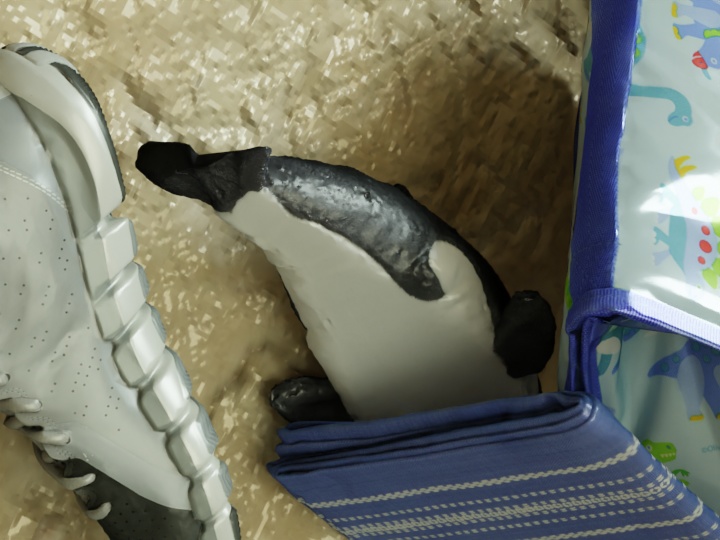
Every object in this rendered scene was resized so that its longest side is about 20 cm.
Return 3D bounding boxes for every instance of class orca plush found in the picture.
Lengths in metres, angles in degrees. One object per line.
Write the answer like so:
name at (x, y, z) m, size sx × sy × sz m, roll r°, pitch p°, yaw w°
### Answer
orca plush at (0.000, 0.000, 0.893) m, size 0.199 × 0.071 × 0.105 m, roll 31°, pitch 127°, yaw -31°

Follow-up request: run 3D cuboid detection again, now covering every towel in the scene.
towel at (0.076, 0.101, 0.913) m, size 0.200 × 0.144 × 0.024 m, roll 41°, pitch 51°, yaw -39°

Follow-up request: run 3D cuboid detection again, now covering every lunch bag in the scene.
lunch bag at (0.131, -0.004, 0.900) m, size 0.200 × 0.127 × 0.171 m, roll 47°, pitch 40°, yaw -44°

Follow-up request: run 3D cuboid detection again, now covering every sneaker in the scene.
sneaker at (-0.117, 0.038, 0.797) m, size 0.115 × 0.075 × 0.201 m, roll -25°, pitch 106°, yaw -25°
